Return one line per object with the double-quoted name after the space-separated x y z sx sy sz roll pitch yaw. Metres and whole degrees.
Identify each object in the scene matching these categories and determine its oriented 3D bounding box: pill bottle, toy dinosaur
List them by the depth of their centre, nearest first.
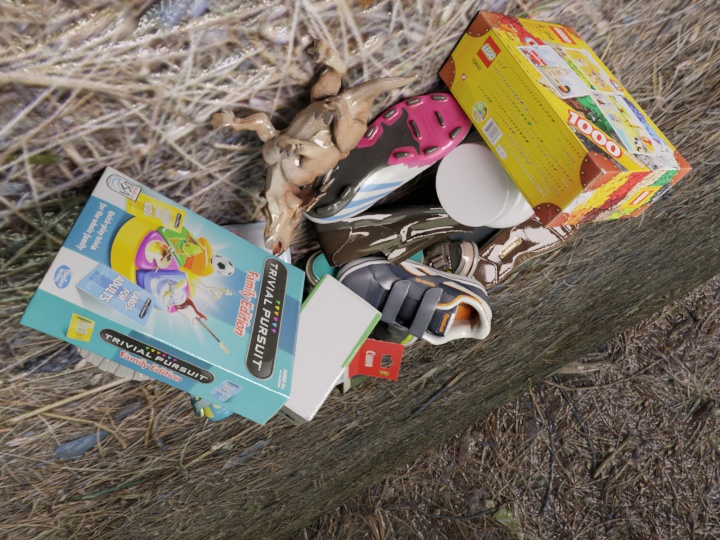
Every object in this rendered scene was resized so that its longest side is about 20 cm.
-0.037 -0.115 0.585 0.200 0.086 0.136 -37 155 7 "toy dinosaur"
0.172 -0.111 0.729 0.200 0.112 0.112 -23 159 -48 "pill bottle"

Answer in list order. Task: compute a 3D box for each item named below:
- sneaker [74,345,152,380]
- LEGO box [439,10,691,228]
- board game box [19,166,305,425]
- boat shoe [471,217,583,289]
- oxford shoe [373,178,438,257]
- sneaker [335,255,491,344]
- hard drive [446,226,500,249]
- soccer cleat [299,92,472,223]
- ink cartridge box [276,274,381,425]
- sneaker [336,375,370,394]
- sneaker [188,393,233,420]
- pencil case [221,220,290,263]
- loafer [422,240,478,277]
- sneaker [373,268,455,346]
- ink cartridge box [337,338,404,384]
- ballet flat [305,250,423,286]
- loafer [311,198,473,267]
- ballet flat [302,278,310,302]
-0.200 0.070 0.695 0.199 0.077 0.080 6 -174 -15 "sneaker"
0.192 -0.145 0.623 0.149 0.200 0.077 -9 150 -37 "LEGO box"
-0.146 0.018 0.538 0.200 0.151 0.047 29 126 -22 "board game box"
0.238 -0.048 0.963 0.202 0.075 0.075 -32 179 5 "boat shoe"
0.094 -0.077 0.838 0.199 0.072 0.071 -24 180 -5 "oxford shoe"
0.070 0.037 0.794 0.199 0.080 0.079 8 125 -13 "sneaker"
0.213 -0.101 0.936 0.200 0.033 0.139 -35 155 14 "hard drive"
0.023 -0.116 0.680 0.200 0.070 0.086 -30 173 7 "soccer cleat"
-0.062 0.105 0.795 0.145 0.084 0.200 -55 179 -18 "ink cartridge box"
-0.001 0.154 1.178 0.090 0.067 0.200 -27 157 -22 "sneaker"
-0.192 0.109 0.794 0.079 0.131 0.200 -24 154 -9 "sneaker"
-0.168 -0.006 0.655 0.200 0.091 0.083 -2 179 -44 "pencil case"
0.100 0.011 0.968 0.063 0.072 0.200 10 154 -20 "loafer"
0.058 0.051 0.923 0.081 0.074 0.200 8 148 -22 "sneaker"
-0.039 0.147 1.015 0.199 0.050 0.161 11 152 4 "ink cartridge box"
0.000 0.000 0.876 0.199 0.070 0.070 -9 150 -38 "ballet flat"
0.044 -0.043 0.768 0.199 0.072 0.073 -7 -168 -5 "loafer"
-0.140 0.074 0.873 0.068 0.068 0.200 7 128 -38 "ballet flat"
